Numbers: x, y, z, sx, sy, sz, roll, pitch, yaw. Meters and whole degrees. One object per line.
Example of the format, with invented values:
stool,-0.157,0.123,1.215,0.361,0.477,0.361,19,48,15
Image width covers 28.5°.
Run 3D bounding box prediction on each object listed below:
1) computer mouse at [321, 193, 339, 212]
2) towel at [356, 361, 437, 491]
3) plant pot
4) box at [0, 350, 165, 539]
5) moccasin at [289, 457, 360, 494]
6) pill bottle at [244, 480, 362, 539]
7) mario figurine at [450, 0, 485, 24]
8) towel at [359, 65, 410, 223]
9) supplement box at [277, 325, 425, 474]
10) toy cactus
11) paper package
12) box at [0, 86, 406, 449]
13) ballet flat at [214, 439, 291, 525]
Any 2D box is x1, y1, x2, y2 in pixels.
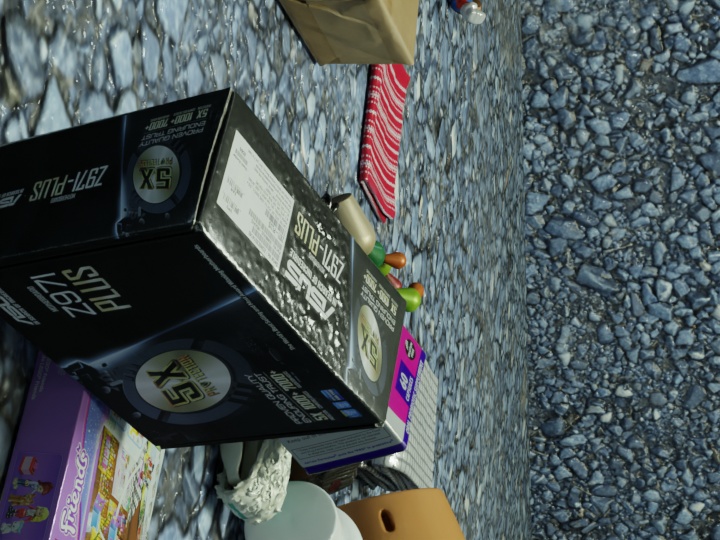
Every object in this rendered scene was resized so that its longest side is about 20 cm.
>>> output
computer mouse,-0.025,0.044,1.238,0.043,0.109,0.202,-13,75,-35
towel,0.033,0.169,1.660,0.200,0.084,0.168,55,37,-67
plant pot,0.036,0.313,1.490,0.200,0.197,0.142,48,30,-72
box,-0.164,0.116,0.866,0.137,0.038,0.203,68,27,-59
moccasin,-0.044,0.162,1.279,0.202,0.073,0.079,104,-34,-71
pill bottle,-0.044,0.277,1.265,0.201,0.109,0.112,77,20,-48
mario figurine,0.175,-0.435,2.127,0.124,0.105,0.200,58,5,3
towel,0.030,-0.176,1.723,0.145,0.022,0.203,57,37,-67
supplement box,-0.045,0.050,1.097,0.200,0.102,0.102,51,37,-32
toy cactus,0.000,0.000,1.517,0.167,0.101,0.200,68,22,-16
paper package,-0.005,-0.321,1.367,0.191,0.102,0.203,47,47,-70
box,-0.092,0.010,0.777,0.200,0.162,0.087,51,41,-44
ballet flat,-0.083,0.108,1.185,0.072,0.071,0.203,64,29,-64
